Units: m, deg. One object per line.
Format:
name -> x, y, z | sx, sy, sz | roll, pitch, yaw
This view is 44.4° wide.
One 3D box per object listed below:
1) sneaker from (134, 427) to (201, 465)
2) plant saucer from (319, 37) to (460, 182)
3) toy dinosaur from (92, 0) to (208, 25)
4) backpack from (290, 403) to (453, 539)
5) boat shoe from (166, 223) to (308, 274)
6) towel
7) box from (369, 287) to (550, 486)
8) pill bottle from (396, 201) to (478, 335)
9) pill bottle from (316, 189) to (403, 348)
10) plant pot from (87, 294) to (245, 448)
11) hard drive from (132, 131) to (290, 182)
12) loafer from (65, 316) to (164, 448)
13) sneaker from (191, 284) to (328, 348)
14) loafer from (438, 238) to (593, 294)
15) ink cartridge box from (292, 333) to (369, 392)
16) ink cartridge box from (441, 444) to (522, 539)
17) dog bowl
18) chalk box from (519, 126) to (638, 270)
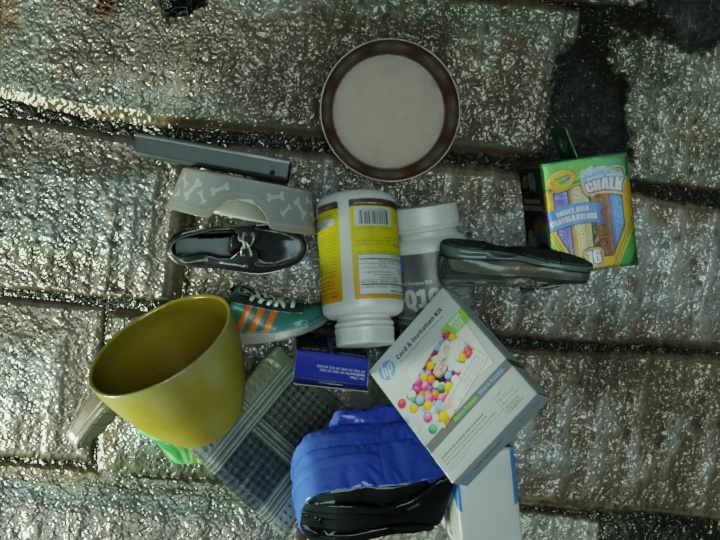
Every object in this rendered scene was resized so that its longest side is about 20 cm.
sneaker -> -0.230, 0.242, 1.265 | 0.200, 0.074, 0.084 | 32, 123, -12
plant saucer -> 0.041, -0.226, 1.254 | 0.200, 0.034, 0.201 | 0, 95, -3
toy dinosaur -> -0.277, -0.413, 1.200 | 0.136, 0.102, 0.200 | 46, 109, 8
backpack -> 0.003, 0.275, 1.188 | 0.200, 0.168, 0.163 | -8, 135, -12
boat shoe -> -0.172, -0.029, 1.239 | 0.200, 0.063, 0.073 | 1, 95, -4
towel -> -0.113, 0.237, 1.251 | 0.193, 0.035, 0.200 | 45, 68, -11
box -> 0.120, 0.144, 1.120 | 0.156, 0.200, 0.041 | -49, 141, 14
pill bottle -> 0.101, 0.008, 1.238 | 0.114, 0.114, 0.200 | -9, 95, -3
pill bottle -> 0.000, 0.000, 1.174 | 0.109, 0.109, 0.200 | -3, 80, -4
plant pot -> -0.231, 0.147, 1.155 | 0.200, 0.200, 0.142 | -25, 118, -2
hard drive -> -0.194, -0.150, 1.189 | 0.200, 0.140, 0.033 | 9, 95, -5
loafer -> -0.351, 0.156, 1.247 | 0.063, 0.072, 0.200 | 37, 85, 10
sneaker -> -0.147, 0.058, 1.245 | 0.200, 0.071, 0.080 | -8, 100, -2
loafer -> 0.201, 0.001, 1.162 | 0.200, 0.072, 0.063 | 9, 107, 5
ink cartridge box -> -0.041, 0.120, 1.193 | 0.099, 0.200, 0.039 | 8, 96, -6
ink cartridge box -> 0.151, 0.291, 1.223 | 0.084, 0.200, 0.146 | -7, 96, -6
dog bowl -> -0.153, -0.094, 1.173 | 0.200, 0.200, 0.059 | 11, 95, -5
chalk box -> 0.300, -0.102, 1.238 | 0.124, 0.125, 0.200 | -7, 97, -3
